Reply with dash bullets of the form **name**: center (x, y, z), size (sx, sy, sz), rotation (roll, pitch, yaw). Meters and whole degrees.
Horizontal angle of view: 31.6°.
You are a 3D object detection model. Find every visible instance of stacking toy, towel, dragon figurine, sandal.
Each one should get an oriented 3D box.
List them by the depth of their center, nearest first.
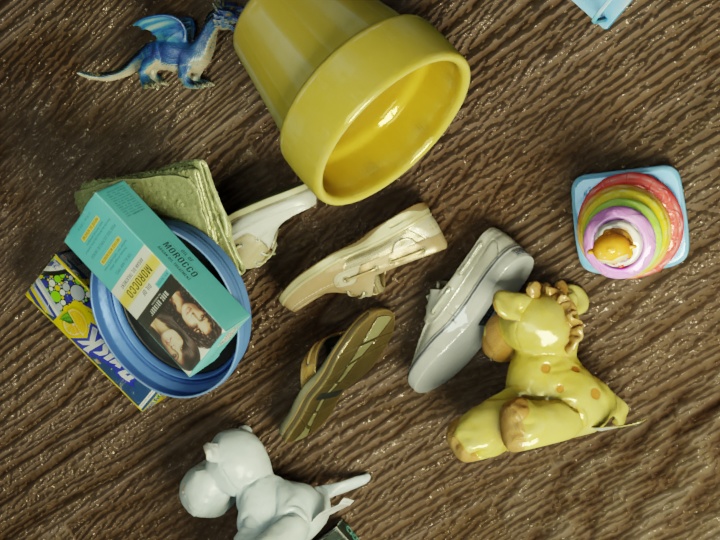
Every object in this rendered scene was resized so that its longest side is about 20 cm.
- **stacking toy**: center (0.254, -0.033, 1.231), size (0.115, 0.200, 0.111), rotation (-6, 99, 18)
- **dragon figurine**: center (-0.214, -0.253, 1.411), size (0.199, 0.059, 0.100), rotation (3, 102, 17)
- **towel**: center (-0.225, -0.042, 1.415), size (0.199, 0.036, 0.149), rotation (-8, 104, 32)
- **sandal**: center (-0.038, 0.111, 1.430), size (0.054, 0.080, 0.200), rotation (49, 117, 26)

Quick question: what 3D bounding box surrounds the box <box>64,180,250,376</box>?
- **box**: center (-0.213, 0.008, 1.328), size (0.200, 0.049, 0.082), rotation (46, 124, 7)

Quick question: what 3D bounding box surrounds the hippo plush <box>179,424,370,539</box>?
- **hippo plush**: center (-0.128, 0.263, 1.437), size (0.161, 0.159, 0.200), rotation (46, 111, 3)

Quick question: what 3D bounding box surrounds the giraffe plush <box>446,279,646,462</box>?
- **giraffe plush**: center (0.180, 0.097, 1.316), size (0.199, 0.172, 0.163), rotation (-16, 81, 21)

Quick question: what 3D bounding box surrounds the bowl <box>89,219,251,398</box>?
- **bowl**: center (-0.206, 0.040, 1.390), size (0.199, 0.039, 0.202), rotation (11, 114, 26)

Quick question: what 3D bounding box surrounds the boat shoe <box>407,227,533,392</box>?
- **boat shoe**: center (0.104, 0.041, 1.373), size (0.070, 0.071, 0.201), rotation (48, 117, 33)

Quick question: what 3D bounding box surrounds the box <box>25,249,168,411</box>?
- **box**: center (-0.294, 0.067, 1.500), size (0.200, 0.064, 0.070), rotation (44, 111, 6)

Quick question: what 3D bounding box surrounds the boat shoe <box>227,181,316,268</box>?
- **boat shoe**: center (-0.123, -0.038, 1.424), size (0.199, 0.075, 0.069), rotation (-25, 94, 31)

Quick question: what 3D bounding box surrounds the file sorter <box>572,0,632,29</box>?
- **file sorter**: center (0.203, -0.351, 1.225), size (0.200, 0.123, 0.139), rotation (43, 110, 6)

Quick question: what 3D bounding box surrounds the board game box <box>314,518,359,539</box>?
- **board game box**: center (-0.053, 0.403, 1.511), size (0.200, 0.028, 0.136), rotation (-39, 87, 21)

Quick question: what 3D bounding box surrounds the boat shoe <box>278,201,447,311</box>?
- **boat shoe**: center (0.000, 0.000, 1.388), size (0.199, 0.071, 0.065), rotation (-31, 90, 20)

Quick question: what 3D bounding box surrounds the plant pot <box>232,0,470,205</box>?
- **plant pot**: center (-0.022, -0.201, 1.278), size (0.201, 0.200, 0.189), rotation (-48, 69, 20)
